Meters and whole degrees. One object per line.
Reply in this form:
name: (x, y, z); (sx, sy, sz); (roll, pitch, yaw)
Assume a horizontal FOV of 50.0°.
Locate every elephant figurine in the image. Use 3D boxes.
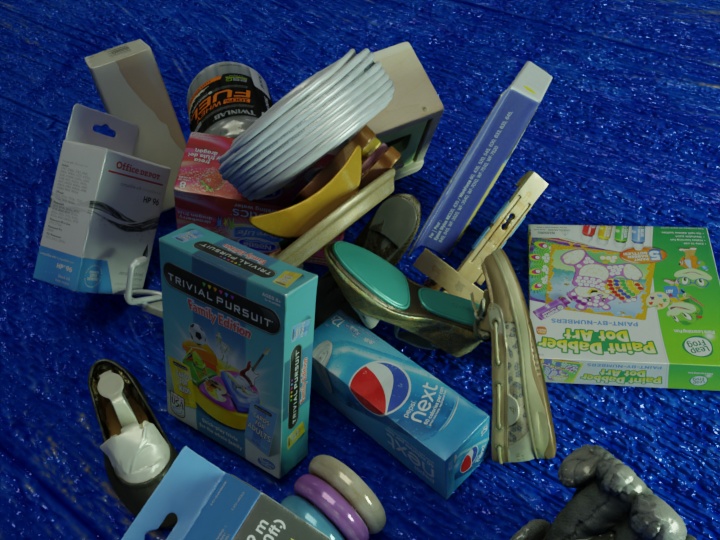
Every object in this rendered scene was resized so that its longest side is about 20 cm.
elephant figurine: (0.150, 0.240, 0.579); (0.200, 0.155, 0.142); (-45, 13, 0)

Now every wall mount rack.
wall mount rack: (-0.164, 0.020, 0.884); (0.199, 0.075, 0.173); (17, 13, 23)

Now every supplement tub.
supplement tub: (-0.169, -0.185, 1.047); (0.121, 0.123, 0.201); (-15, 45, -6)

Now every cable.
cable: (-0.056, -0.145, 0.788); (0.199, 0.069, 0.200); (-25, 16, 50)

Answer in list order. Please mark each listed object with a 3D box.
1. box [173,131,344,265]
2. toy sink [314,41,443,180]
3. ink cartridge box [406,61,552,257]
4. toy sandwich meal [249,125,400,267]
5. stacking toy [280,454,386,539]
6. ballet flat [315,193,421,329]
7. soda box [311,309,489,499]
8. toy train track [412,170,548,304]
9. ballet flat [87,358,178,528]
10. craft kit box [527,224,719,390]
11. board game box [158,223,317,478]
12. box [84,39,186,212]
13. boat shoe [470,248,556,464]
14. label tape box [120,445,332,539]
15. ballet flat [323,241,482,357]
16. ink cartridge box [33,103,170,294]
box: (-0.113, -0.083, 0.914); (0.198, 0.100, 0.096); (9, 54, -4)
toy sink: (0.012, -0.176, 1.001); (0.129, 0.200, 0.113); (-22, 75, -16)
ink cartridge box: (0.135, -0.116, 0.838); (0.047, 0.198, 0.200); (30, 30, 3)
toy sandwich meal: (-0.044, -0.062, 0.762); (0.205, 0.205, 0.070); (-39, 93, -27)
stacking toy: (-0.071, 0.250, 0.634); (0.085, 0.086, 0.200); (30, 61, 33)
ballet flat: (0.000, 0.000, 0.823); (0.067, 0.201, 0.046); (37, 20, 6)
soda box: (0.028, 0.124, 0.747); (0.064, 0.068, 0.199); (-38, 52, -27)
toy train track: (0.128, -0.021, 0.832); (0.201, 0.114, 0.033); (-53, 19, 6)
ballet flat: (-0.226, 0.161, 0.751); (0.068, 0.069, 0.200); (-28, 48, -19)
craft kit box: (0.276, 0.032, 0.818); (0.198, 0.049, 0.199); (1, 48, 10)
board game box: (-0.117, 0.075, 0.723); (0.150, 0.202, 0.047); (21, 33, 28)
box: (-0.278, -0.185, 0.999); (0.077, 0.201, 0.095); (-24, 31, -14)
boat shoe: (0.135, 0.078, 0.728); (0.062, 0.073, 0.202); (-13, 72, 14)
label tape box: (-0.088, 0.243, 0.563); (0.199, 0.063, 0.145); (34, 71, -2)
ballet flat: (0.039, 0.038, 0.776); (0.199, 0.071, 0.071); (24, 40, -22)
ink cartridge box: (-0.291, -0.078, 0.892); (0.067, 0.116, 0.202); (14, 92, 23)
